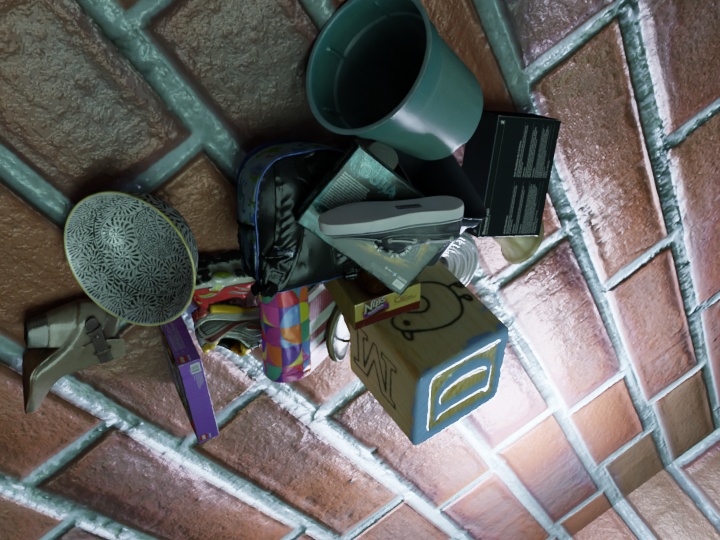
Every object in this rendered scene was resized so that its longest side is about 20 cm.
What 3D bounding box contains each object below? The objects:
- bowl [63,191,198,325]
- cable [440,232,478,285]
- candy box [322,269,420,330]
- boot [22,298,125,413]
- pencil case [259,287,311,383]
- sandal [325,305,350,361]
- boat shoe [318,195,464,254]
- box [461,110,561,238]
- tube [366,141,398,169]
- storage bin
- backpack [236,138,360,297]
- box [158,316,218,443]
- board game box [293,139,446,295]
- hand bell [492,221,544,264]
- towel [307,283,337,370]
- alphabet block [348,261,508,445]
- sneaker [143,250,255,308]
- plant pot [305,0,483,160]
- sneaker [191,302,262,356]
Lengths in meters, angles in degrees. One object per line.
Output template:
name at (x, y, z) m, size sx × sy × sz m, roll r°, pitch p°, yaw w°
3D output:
bowl at (-0.297, -0.033, 1.110) m, size 0.094 × 0.200 × 0.202 m, roll -56°, pitch 169°, yaw -56°
cable at (0.118, -0.008, 1.453) m, size 0.199 × 0.069 × 0.200 m, roll 18°, pitch 117°, yaw -43°
candy box at (0.000, 0.000, 1.283) m, size 0.116 × 0.200 × 0.057 m, roll -17°, pitch 133°, yaw -18°
boot at (-0.434, 0.131, 1.218) m, size 0.145 × 0.070 × 0.201 m, roll -6°, pitch 131°, yaw -32°
pencil case at (-0.121, 0.076, 1.270) m, size 0.088 × 0.088 × 0.202 m, roll -11°, pitch 113°, yaw -25°
sandal at (-0.009, 0.075, 1.409) m, size 0.080 × 0.054 × 0.201 m, roll -6°, pitch 119°, yaw -63°
boat shoe at (0.042, -0.054, 1.065) m, size 0.198 × 0.072 × 0.068 m, roll -8°, pitch 117°, yaw -17°
box at (0.243, -0.162, 1.342) m, size 0.140 × 0.079 × 0.202 m, roll -4°, pitch 110°, yaw -34°
tube at (-0.001, -0.119, 1.238) m, size 0.058 × 0.052 × 0.200 m, roll 5°, pitch 149°, yaw -22°
storage bin at (0.093, -0.108, 1.263) m, size 0.145 × 0.201 × 0.135 m, roll 0°, pitch 139°, yaw -34°
backpack at (-0.097, -0.089, 1.166) m, size 0.182 × 0.147 × 0.202 m, roll -12°, pitch 116°, yaw -26°
box at (-0.282, 0.167, 1.300) m, size 0.039 × 0.137 × 0.201 m, roll -19°, pitch 136°, yaw -18°
board game box at (0.026, -0.069, 1.106) m, size 0.200 × 0.028 × 0.135 m, roll 35°, pitch 104°, yaw -27°
hand bell at (0.230, -0.095, 1.451) m, size 0.199 × 0.104 × 0.104 m, roll 25°, pitch 113°, yaw -32°
towel at (-0.060, 0.074, 1.399) m, size 0.144 × 0.023 × 0.201 m, roll -44°, pitch 150°, yaw -41°
alphabet block at (0.110, 0.136, 1.364) m, size 0.194 × 0.200 × 0.197 m, roll -25°, pitch 140°, yaw -25°
sneaker at (-0.250, 0.025, 1.239) m, size 0.199 × 0.077 × 0.085 m, roll -2°, pitch 134°, yaw -32°
plant pot at (0.062, -0.253, 1.108) m, size 0.201 × 0.201 × 0.196 m, roll -50°, pitch 145°, yaw 17°
sneaker at (-0.185, 0.105, 1.335) m, size 0.199 × 0.083 × 0.078 m, roll 2°, pitch 159°, yaw -31°
